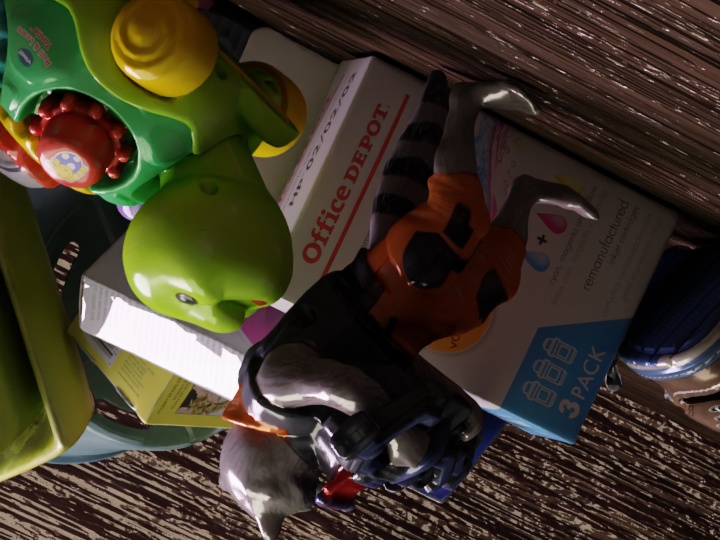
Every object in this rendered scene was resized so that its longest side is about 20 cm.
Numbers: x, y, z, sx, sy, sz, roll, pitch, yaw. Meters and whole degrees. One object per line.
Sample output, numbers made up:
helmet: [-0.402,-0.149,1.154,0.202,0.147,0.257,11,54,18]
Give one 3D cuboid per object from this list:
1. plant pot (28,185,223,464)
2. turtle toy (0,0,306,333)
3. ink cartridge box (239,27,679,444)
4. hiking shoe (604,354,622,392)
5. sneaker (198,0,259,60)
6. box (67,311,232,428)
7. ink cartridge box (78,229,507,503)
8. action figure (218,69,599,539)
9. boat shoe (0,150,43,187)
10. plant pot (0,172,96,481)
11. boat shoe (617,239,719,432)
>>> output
plant pot: [-0.138,0.019,1.574,0.199,0.201,0.196,26,174,-20]
turtle toy: [-0.091,-0.065,1.140,0.200,0.101,0.146,47,-174,22]
ink cartridge box: [0.024,-0.018,1.240,0.199,0.116,0.068,26,176,-12]
hiking shoe: [0.051,0.032,1.430,0.199,0.101,0.076,1,-151,-13]
sneaker: [-0.107,-0.116,1.307,0.200,0.070,0.082,31,-168,-37]
box: [-0.053,0.042,1.424,0.199,0.050,0.075,8,-148,-51]
ink cartridge box: [0.000,0.000,1.341,0.199,0.196,0.043,24,134,18]
action figure: [0.012,0.026,1.142,0.104,0.194,0.200,38,173,14]
boat shoe: [-0.182,-0.118,1.356,0.070,0.071,0.200,36,-160,-40]
plant pot: [-0.252,0.037,1.407,0.181,0.201,0.199,-16,176,-26]
boat shoe: [0.162,0.032,1.269,0.072,0.072,0.200,45,-176,-5]
